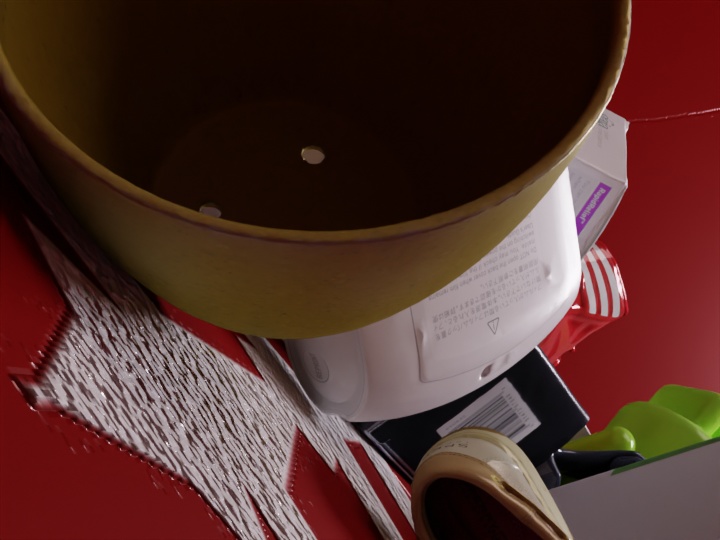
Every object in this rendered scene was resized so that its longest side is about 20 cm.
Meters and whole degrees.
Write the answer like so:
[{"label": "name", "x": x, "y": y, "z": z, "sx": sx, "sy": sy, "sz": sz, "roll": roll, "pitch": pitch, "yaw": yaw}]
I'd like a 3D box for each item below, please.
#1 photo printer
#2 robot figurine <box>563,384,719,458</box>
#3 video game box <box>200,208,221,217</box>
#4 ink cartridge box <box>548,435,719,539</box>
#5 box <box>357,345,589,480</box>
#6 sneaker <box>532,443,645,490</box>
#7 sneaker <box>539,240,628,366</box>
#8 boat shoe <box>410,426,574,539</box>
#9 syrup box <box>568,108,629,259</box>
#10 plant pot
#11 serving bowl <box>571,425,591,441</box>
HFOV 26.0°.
[{"label": "photo printer", "x": 0.028, "y": -0.036, "z": 0.733, "sx": 0.069, "sy": 0.166, "sz": 0.201, "roll": 8, "pitch": -65, "yaw": 47}, {"label": "robot figurine", "x": 0.202, "y": 0.178, "z": 1.136, "sx": 0.176, "sy": 0.200, "sz": 0.116, "roll": 50, "pitch": -18, "yaw": -23}, {"label": "video game box", "x": -0.106, "y": -0.091, "z": 0.760, "sx": 0.182, "sy": 0.047, "sz": 0.200, "roll": 52, "pitch": 2, "yaw": 21}, {"label": "ink cartridge box", "x": 0.196, "y": 0.191, "z": 0.887, "sx": 0.200, "sy": 0.144, "sz": 0.084, "roll": 43, "pitch": 36, "yaw": -38}, {"label": "box", "x": 0.025, "y": 0.023, "z": 0.923, "sx": 0.200, "sy": 0.104, "sz": 0.148, "roll": 55, "pitch": 3, "yaw": 38}, {"label": "sneaker", "x": 0.172, "y": 0.157, "z": 0.967, "sx": 0.199, "sy": 0.081, "sz": 0.074, "roll": 15, "pitch": 49, "yaw": -19}, {"label": "sneaker", "x": 0.120, "y": 0.060, "z": 1.053, "sx": 0.079, "sy": 0.115, "sz": 0.200, "roll": 61, "pitch": -35, "yaw": 33}, {"label": "boat shoe", "x": 0.082, "y": 0.158, "z": 0.645, "sx": 0.200, "sy": 0.074, "sz": 0.066, "roll": 52, "pitch": 15, "yaw": 9}, {"label": "syrup box", "x": 0.043, "y": -0.080, "z": 0.848, "sx": 0.199, "sy": 0.082, "sz": 0.079, "roll": 28, "pitch": 33, "yaw": -8}, {"label": "plant pot", "x": -0.024, "y": -0.056, "z": 0.527, "sx": 0.200, "sy": 0.199, "sz": 0.142, "roll": 54, "pitch": -23, "yaw": 23}, {"label": "serving bowl", "x": 0.120, "y": 0.138, "z": 1.269, "sx": 0.200, "sy": 0.066, "sz": 0.200, "roll": 53, "pitch": -16, "yaw": 22}]
